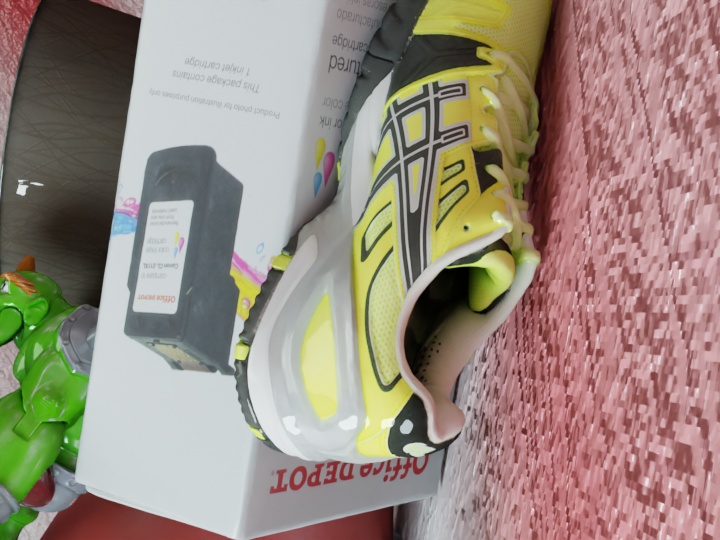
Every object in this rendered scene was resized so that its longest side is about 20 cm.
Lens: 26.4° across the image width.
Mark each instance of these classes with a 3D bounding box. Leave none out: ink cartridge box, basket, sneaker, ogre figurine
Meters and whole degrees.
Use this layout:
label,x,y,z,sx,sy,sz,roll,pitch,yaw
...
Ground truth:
label,x,y,z,sx,sy,sz,roll,pitch,yaw
ink cartridge box,-0.020,-0.011,0.589,0.145,0.082,0.203,0,-80,-58
basket,-0.058,-0.034,0.729,0.181,0.197,0.137,102,177,-49
sneaker,0.033,-0.025,0.517,0.075,0.076,0.202,40,-113,-50
ogre figurine,-0.136,0.066,0.635,0.120,0.098,0.200,-51,-15,-6

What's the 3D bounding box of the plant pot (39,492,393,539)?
label,x,y,z,sx,sy,sz,roll,pitch,yaw
plant pot,-0.070,0.161,0.706,0.202,0.198,0.179,105,-179,-50
